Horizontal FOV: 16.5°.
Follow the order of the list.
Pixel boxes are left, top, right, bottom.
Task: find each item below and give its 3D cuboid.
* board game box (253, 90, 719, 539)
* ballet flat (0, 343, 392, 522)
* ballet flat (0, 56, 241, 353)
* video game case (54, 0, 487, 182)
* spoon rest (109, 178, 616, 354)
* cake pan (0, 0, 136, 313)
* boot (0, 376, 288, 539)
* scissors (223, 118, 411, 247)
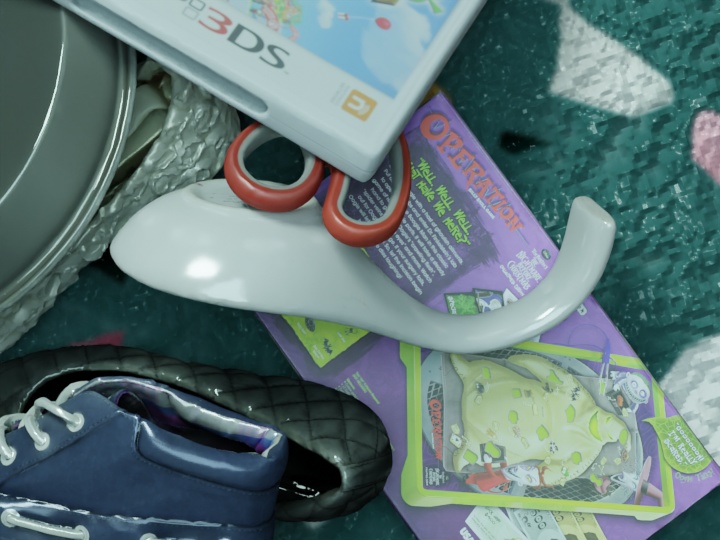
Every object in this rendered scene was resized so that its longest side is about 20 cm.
[{"bbox_3d":[0.045,0.041,1.033,0.120,0.032,0.200,-36,86,1],"label":"board game box"},{"bbox_3d":[-0.084,0.065,1.009,0.199,0.057,0.067,2,92,15],"label":"ballet flat"},{"bbox_3d":[-0.139,-0.024,1.022,0.200,0.072,0.072,-39,86,-3],"label":"ballet flat"},{"bbox_3d":[-0.030,-0.151,1.003,0.181,0.022,0.200,30,54,3],"label":"video game case"},{"bbox_3d":[0.000,0.000,0.985,0.199,0.099,0.061,1,106,-12],"label":"spoon rest"},{"bbox_3d":[-0.185,-0.067,0.999,0.199,0.037,0.202,-9,68,21],"label":"cake pan"},{"bbox_3d":[-0.125,0.075,0.971,0.199,0.073,0.091,16,114,6],"label":"boot"},{"bbox_3d":[-0.011,-0.088,1.002,0.073,0.014,0.201,11,47,-5],"label":"scissors"}]
